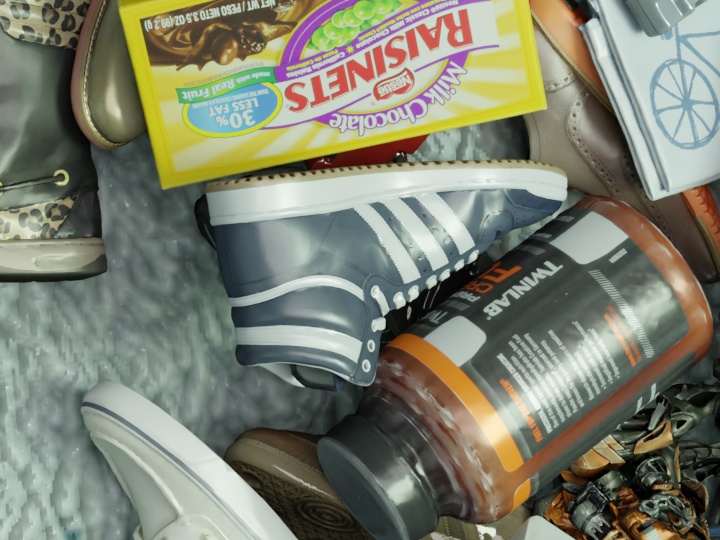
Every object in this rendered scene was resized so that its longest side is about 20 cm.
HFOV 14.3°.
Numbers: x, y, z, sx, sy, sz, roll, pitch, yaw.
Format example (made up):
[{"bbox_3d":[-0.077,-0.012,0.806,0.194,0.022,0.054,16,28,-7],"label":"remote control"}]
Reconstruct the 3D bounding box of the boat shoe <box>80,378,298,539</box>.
[{"bbox_3d":[-0.081,0.144,1.478,0.070,0.071,0.200,-47,106,-17],"label":"boat shoe"}]

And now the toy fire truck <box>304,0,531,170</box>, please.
[{"bbox_3d":[0.030,-0.149,1.512,0.049,0.141,0.200,24,119,-31],"label":"toy fire truck"}]

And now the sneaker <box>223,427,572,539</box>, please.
[{"bbox_3d":[0.022,0.117,1.519,0.200,0.070,0.076,27,62,-18],"label":"sneaker"}]

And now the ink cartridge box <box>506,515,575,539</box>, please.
[{"bbox_3d":[0.081,0.243,1.450,0.144,0.200,0.085,34,33,-10],"label":"ink cartridge box"}]

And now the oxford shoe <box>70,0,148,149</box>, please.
[{"bbox_3d":[-0.077,-0.145,1.473,0.071,0.074,0.200,48,62,-39],"label":"oxford shoe"}]

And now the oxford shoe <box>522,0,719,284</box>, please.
[{"bbox_3d":[0.132,-0.064,1.565,0.073,0.071,0.200,-36,100,12],"label":"oxford shoe"}]

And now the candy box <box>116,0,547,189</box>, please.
[{"bbox_3d":[-0.013,-0.108,1.428,0.200,0.026,0.102,-12,118,0],"label":"candy box"}]

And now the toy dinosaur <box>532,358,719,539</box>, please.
[{"bbox_3d":[0.150,0.100,1.511,0.135,0.102,0.200,-15,77,-2],"label":"toy dinosaur"}]

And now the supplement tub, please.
[{"bbox_3d":[0.075,0.056,1.454,0.200,0.107,0.107,-36,96,-19],"label":"supplement tub"}]

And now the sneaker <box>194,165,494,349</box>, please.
[{"bbox_3d":[0.000,0.000,1.511,0.200,0.079,0.076,32,72,-31],"label":"sneaker"}]

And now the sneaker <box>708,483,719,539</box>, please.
[{"bbox_3d":[0.233,0.180,1.572,0.076,0.077,0.200,-1,69,27],"label":"sneaker"}]

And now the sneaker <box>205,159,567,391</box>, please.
[{"bbox_3d":[0.018,0.002,1.432,0.200,0.070,0.109,-5,89,-30],"label":"sneaker"}]

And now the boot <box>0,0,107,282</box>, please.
[{"bbox_3d":[-0.220,-0.072,1.447,0.200,0.073,0.151,4,86,-20],"label":"boot"}]

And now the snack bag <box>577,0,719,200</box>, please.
[{"bbox_3d":[0.184,-0.151,1.562,0.188,0.021,0.200,-20,88,-42],"label":"snack bag"}]

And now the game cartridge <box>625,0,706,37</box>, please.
[{"bbox_3d":[0.178,-0.225,1.545,0.200,0.040,0.133,-39,104,-41],"label":"game cartridge"}]
